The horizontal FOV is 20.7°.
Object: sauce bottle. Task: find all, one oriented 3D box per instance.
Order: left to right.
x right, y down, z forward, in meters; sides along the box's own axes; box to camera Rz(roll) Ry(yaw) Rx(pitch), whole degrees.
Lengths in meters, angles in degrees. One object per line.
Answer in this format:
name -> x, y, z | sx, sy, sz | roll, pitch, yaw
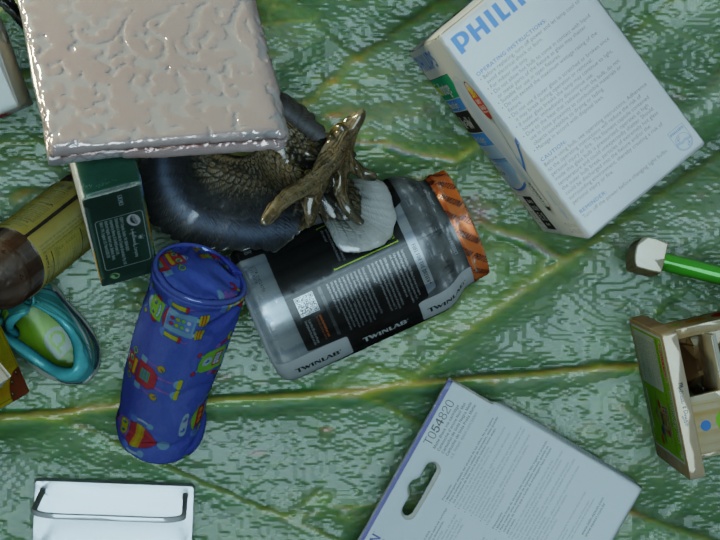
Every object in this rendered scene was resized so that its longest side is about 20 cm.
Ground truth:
sauce bottle -> -0.278, -0.011, 1.601 | 0.064, 0.200, 0.065 | 15, 123, 24

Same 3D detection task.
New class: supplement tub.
supplement tub -> 0.000, 0.000, 1.654 | 0.198, 0.123, 0.124 | -24, 95, -1

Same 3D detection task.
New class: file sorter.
file sorter -> -0.212, 0.286, 1.658 | 0.137, 0.125, 0.202 | 2, 93, -5

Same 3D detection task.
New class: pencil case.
pencil case -> -0.147, 0.069, 1.621 | 0.086, 0.201, 0.078 | -22, 54, -38

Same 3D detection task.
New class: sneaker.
sneaker -> -0.294, 0.018, 1.655 | 0.200, 0.080, 0.078 | 42, 90, -5

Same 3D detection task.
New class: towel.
towel -> -0.164, -0.168, 1.538 | 0.189, 0.032, 0.201 | -6, 56, -14

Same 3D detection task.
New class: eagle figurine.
eagle figurine -> -0.072, -0.091, 1.605 | 0.151, 0.199, 0.153 | -2, 93, -36

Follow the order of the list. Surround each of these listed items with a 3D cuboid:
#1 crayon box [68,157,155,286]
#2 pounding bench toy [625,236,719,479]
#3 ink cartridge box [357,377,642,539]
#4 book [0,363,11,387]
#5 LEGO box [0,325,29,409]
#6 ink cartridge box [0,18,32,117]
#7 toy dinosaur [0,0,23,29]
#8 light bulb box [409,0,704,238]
crayon box -> -0.214, -0.107, 1.586 | 0.051, 0.126, 0.201 | -15, 59, -9
pounding bench toy -> 0.320, 0.054, 1.681 | 0.154, 0.124, 0.202 | -13, 95, -3
ink cartridge box -> 0.112, 0.223, 1.719 | 0.199, 0.041, 0.201 | 30, 91, -6
book -> -0.375, 0.093, 1.559 | 0.134, 0.048, 0.200 | 51, 128, 7
LEGO box -> -0.382, 0.040, 1.618 | 0.148, 0.077, 0.202 | -20, 96, 32
ink cartridge box -> -0.375, -0.135, 1.604 | 0.198, 0.146, 0.084 | -22, 97, -2
toy dinosaur -> -0.229, -0.244, 1.650 | 0.199, 0.102, 0.136 | 34, 106, -24
light bulb box -> 0.155, -0.144, 1.618 | 0.124, 0.198, 0.201 | -38, 95, -3
